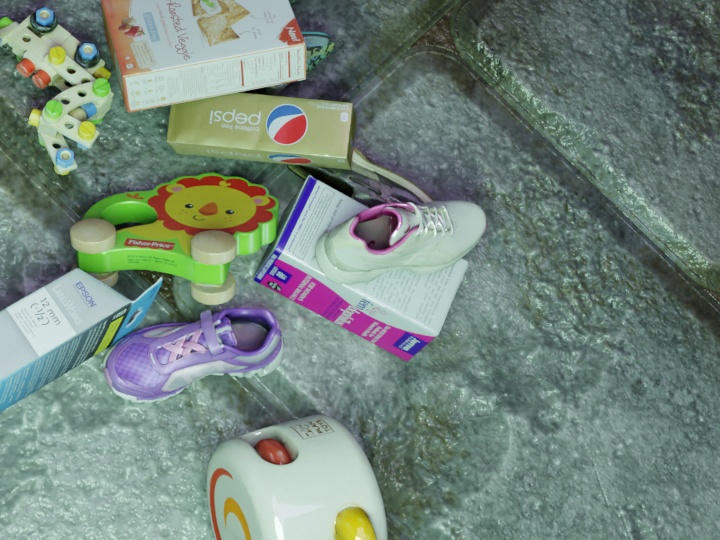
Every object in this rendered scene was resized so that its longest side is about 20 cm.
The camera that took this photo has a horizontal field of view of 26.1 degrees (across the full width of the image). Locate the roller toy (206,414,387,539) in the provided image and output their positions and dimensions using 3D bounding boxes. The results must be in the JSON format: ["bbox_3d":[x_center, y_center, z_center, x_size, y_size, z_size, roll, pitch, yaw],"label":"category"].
[{"bbox_3d":[-0.058,0.239,1.529,0.140,0.200,0.183,-14,68,-24],"label":"roller toy"}]

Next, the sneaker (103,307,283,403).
[{"bbox_3d":[-0.167,0.078,1.613,0.200,0.088,0.081,-12,75,-21],"label":"sneaker"}]

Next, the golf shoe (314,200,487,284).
[{"bbox_3d":[0.054,-0.038,1.620,0.200,0.092,0.075,-16,74,-26],"label":"golf shoe"}]

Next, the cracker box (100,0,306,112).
[{"bbox_3d":[-0.170,-0.253,1.684,0.200,0.058,0.134,-12,51,-12],"label":"cracker box"}]

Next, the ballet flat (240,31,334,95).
[{"bbox_3d":[-0.124,-0.228,1.761,0.200,0.074,0.074,-6,71,-11],"label":"ballet flat"}]

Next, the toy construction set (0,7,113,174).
[{"bbox_3d":[-0.347,-0.211,1.671,0.200,0.092,0.131,45,62,-10],"label":"toy construction set"}]

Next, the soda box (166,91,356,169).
[{"bbox_3d":[-0.107,-0.155,1.695,0.200,0.068,0.064,5,83,5],"label":"soda box"}]

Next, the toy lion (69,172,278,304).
[{"bbox_3d":[-0.190,-0.047,1.638,0.200,0.069,0.192,5,33,3],"label":"toy lion"}]

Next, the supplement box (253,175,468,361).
[{"bbox_3d":[0.000,0.000,1.693,0.200,0.101,0.103,27,63,-7],"label":"supplement box"}]

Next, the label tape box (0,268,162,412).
[{"bbox_3d":[-0.304,0.060,1.541,0.200,0.143,0.066,-34,84,-27],"label":"label tape box"}]

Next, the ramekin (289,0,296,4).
[{"bbox_3d":[-0.119,-0.402,1.814,0.200,0.098,0.200,7,67,-17],"label":"ramekin"}]

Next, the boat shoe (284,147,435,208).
[{"bbox_3d":[0.004,-0.086,1.750,0.201,0.072,0.066,34,68,2],"label":"boat shoe"}]
